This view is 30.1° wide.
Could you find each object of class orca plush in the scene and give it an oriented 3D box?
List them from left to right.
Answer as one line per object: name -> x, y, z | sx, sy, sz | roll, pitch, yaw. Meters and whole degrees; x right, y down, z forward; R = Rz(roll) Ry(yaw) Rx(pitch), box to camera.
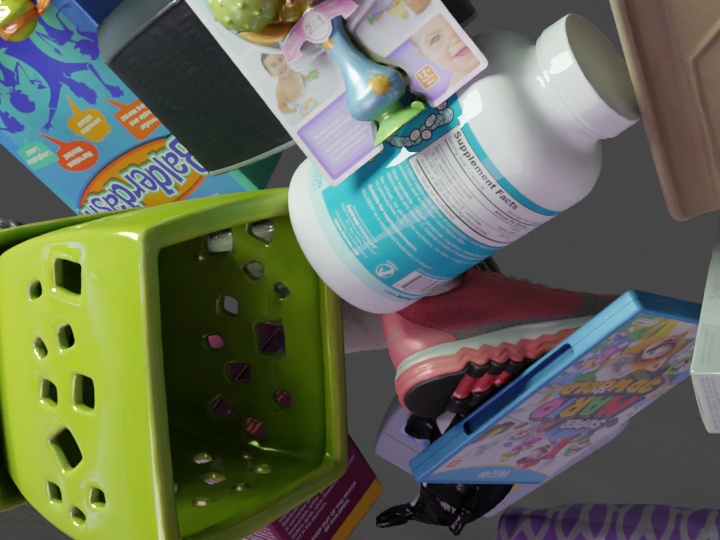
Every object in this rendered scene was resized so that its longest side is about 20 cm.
orca plush -> 0.065, 0.166, 1.016 | 0.105, 0.071, 0.200 | 34, 139, -13

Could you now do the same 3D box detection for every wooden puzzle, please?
wooden puzzle -> 0.244, -0.116, 0.697 | 0.200, 0.037, 0.185 | -11, 131, 18

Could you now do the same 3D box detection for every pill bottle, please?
pill bottle -> 0.061, -0.064, 0.774 | 0.200, 0.111, 0.111 | -33, 117, 31

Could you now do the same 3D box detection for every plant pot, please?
plant pot -> -0.134, 0.053, 0.832 | 0.181, 0.200, 0.199 | 2, 100, 32

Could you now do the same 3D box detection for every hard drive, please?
hard drive -> -0.048, -0.137, 0.780 | 0.200, 0.042, 0.135 | -27, 121, 27

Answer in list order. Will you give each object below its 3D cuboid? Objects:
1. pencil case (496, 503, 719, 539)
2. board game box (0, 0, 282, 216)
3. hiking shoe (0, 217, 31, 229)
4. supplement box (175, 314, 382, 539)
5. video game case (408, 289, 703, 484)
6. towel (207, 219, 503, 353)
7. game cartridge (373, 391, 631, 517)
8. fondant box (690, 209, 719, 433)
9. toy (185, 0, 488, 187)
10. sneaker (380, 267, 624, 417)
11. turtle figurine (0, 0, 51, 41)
pencil case -> 0.208, 0.227, 1.070 | 0.200, 0.084, 0.085 | -2, 174, 27
board game box -> -0.174, -0.108, 0.894 | 0.152, 0.045, 0.200 | -22, 124, 39
hiking shoe -> -0.296, 0.001, 1.061 | 0.200, 0.076, 0.101 | 35, 148, -1
supplement box -> -0.092, 0.133, 1.055 | 0.131, 0.103, 0.200 | 14, 145, 43
video game case -> 0.144, 0.083, 0.881 | 0.143, 0.018, 0.200 | 10, 137, -47
towel -> 0.000, 0.000, 0.945 | 0.200, 0.035, 0.133 | -10, 129, 31
game cartridge -> 0.097, 0.117, 1.029 | 0.133, 0.042, 0.200 | 28, 140, -13
fondant box -> 0.297, 0.021, 0.747 | 0.200, 0.144, 0.058 | -2, 133, 26
toy -> -0.039, -0.149, 0.701 | 0.115, 0.047, 0.200 | -37, 98, 24
sneaker -> 0.105, 0.029, 0.870 | 0.200, 0.087, 0.074 | -9, 149, -26
turtle figurine -> -0.231, -0.196, 0.779 | 0.161, 0.064, 0.200 | 54, 143, -2
